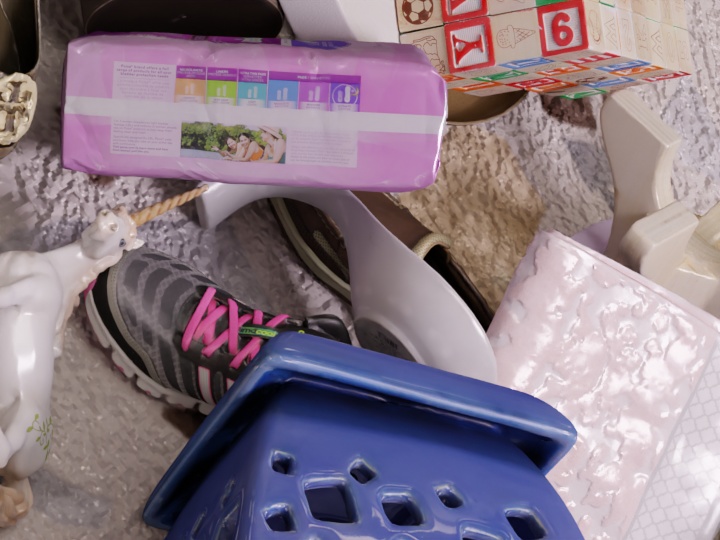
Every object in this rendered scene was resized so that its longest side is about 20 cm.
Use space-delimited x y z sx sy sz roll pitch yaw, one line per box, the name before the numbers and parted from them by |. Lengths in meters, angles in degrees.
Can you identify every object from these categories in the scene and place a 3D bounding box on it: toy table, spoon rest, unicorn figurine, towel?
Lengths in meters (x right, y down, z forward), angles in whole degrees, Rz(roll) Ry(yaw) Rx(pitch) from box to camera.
toy table | 0.197 -0.011 1.277 0.183 0.117 0.200 37 40 9
spoon rest | 0.000 0.000 1.134 0.200 0.100 0.061 36 65 22
unicorn figurine | -0.167 0.031 1.025 0.137 0.073 0.201 18 91 -66
towel | 0.134 0.103 1.181 0.190 0.032 0.201 25 92 -23

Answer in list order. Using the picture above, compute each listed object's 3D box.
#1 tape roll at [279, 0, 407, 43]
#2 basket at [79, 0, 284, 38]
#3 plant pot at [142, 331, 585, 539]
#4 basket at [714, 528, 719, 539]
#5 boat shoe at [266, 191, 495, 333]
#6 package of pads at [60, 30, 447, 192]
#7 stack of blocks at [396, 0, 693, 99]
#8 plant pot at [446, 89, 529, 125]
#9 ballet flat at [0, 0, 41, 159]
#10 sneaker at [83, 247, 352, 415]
tape roll | -0.005 -0.207 1.206 0.203 0.037 0.204 -8 90 -66
basket | -0.106 -0.229 1.183 0.180 0.135 0.201 26 55 -56
plant pot | -0.005 0.152 1.016 0.199 0.200 0.181 15 52 -20
basket | 0.275 0.155 1.268 0.135 0.123 0.201 33 53 -17
boat shoe | 0.024 -0.008 1.201 0.203 0.075 0.075 53 49 -2
package of pads | -0.056 -0.085 1.100 0.198 0.121 0.076 3 97 -2
stack of blocks | 0.115 -0.144 1.260 0.200 0.114 0.059 -1 83 -64
plant pot | 0.030 -0.178 1.325 0.199 0.027 0.201 17 59 -29
ballet flat | -0.175 -0.153 1.021 0.067 0.046 0.202 -6 99 -63
sneaker | -0.053 0.045 1.110 0.200 0.087 0.074 38 51 -13
